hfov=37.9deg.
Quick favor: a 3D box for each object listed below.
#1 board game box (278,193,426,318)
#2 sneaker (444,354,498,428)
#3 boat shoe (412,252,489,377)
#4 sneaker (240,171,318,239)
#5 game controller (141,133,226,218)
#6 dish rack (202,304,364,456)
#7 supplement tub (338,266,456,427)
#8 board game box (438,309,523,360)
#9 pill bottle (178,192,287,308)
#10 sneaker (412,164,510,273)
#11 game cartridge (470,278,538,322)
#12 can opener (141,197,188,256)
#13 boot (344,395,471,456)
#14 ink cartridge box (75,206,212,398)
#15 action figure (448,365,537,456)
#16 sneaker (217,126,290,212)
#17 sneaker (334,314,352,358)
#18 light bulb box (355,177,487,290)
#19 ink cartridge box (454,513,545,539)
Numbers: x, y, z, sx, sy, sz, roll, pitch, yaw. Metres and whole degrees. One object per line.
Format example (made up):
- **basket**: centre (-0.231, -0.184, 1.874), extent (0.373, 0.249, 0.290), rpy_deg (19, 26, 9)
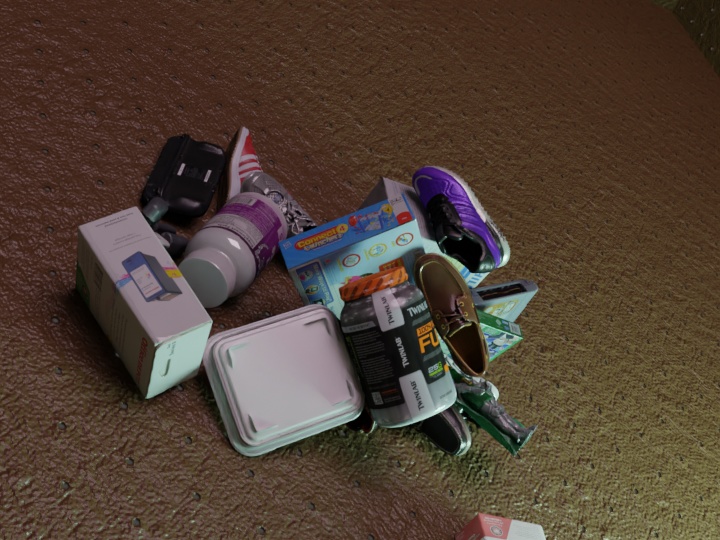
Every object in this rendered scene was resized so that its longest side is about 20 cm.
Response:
- **board game box**: centre (0.000, 0.000, 1.554), extent (0.195, 0.200, 0.056), rpy_deg (-22, 52, -2)
- **sneaker**: centre (0.134, 0.187, 1.644), extent (0.200, 0.067, 0.091), rpy_deg (29, 33, -16)
- **boat shoe**: centre (0.140, 0.067, 1.532), extent (0.068, 0.072, 0.200), rpy_deg (-108, 172, -75)
- **sneaker**: centre (-0.107, -0.082, 1.663), extent (0.200, 0.082, 0.075), rpy_deg (47, 65, -21)
- **game controller**: centre (-0.280, -0.152, 1.679), extent (0.104, 0.042, 0.200), rpy_deg (21, 38, -8)
- **dish rack**: centre (-0.097, 0.141, 1.409), extent (0.199, 0.044, 0.172), rpy_deg (-17, 80, -23)
- **supplement tub**: centre (0.046, 0.103, 1.433), extent (0.122, 0.122, 0.201), rpy_deg (-24, 97, -52)
- **board game box**: centre (0.140, 0.105, 1.664), extent (0.200, 0.135, 0.029), rpy_deg (20, 46, -33)
- **pill bottle**: centre (-0.193, -0.029, 1.560), extent (0.112, 0.112, 0.200), rpy_deg (36, 35, -2)
- **sneaker**: centre (0.140, -0.076, 1.603), extent (0.200, 0.070, 0.099), rpy_deg (49, 41, 10)
- **game cartridge**: centre (0.205, 0.079, 1.769), extent (0.200, 0.133, 0.042), rpy_deg (-10, 48, -45)
- **can opener**: centre (-0.276, -0.061, 1.482), extent (0.053, 0.067, 0.200), rpy_deg (40, 1, 4)
- **boot**: centre (0.056, 0.210, 1.542), extent (0.150, 0.073, 0.200), rpy_deg (-12, 54, -49)
- **ink cartridge box**: centre (-0.285, 0.043, 1.356), extent (0.087, 0.145, 0.200), rpy_deg (-23, 65, -30)
- **action figure**: centre (0.171, 0.191, 1.571), extent (0.200, 0.055, 0.118), rpy_deg (36, 11, 14)
- **sneaker**: centre (-0.174, -0.152, 1.753), extent (0.112, 0.071, 0.200), rpy_deg (18, 47, -19)
- **sneaker**: centre (-0.065, 0.101, 1.507), extent (0.199, 0.088, 0.074), rpy_deg (7, 19, -5)
- **light bulb box**: centre (0.079, -0.021, 1.716), extent (0.200, 0.198, 0.125), rpy_deg (17, 42, -28)
- **ink cartridge box**: centre (0.210, 0.440, 1.422), extent (0.116, 0.068, 0.200), rpy_deg (18, 38, -26)
